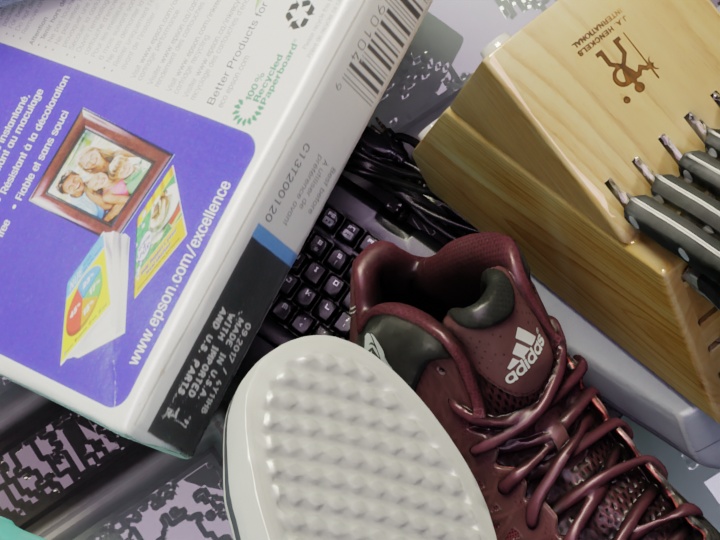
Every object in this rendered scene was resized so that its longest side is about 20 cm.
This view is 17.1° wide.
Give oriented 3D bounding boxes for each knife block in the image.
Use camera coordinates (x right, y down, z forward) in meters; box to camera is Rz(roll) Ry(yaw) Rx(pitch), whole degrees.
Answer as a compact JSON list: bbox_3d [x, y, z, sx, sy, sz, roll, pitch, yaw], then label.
[{"bbox_3d":[0.102,-0.002,0.691,0.064,0.200,0.176,-37,88,-11],"label":"knife block"}]

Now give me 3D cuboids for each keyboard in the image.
[{"bbox_3d":[0.000,0.000,0.801,0.199,0.040,0.104,34,84,5],"label":"keyboard"}]

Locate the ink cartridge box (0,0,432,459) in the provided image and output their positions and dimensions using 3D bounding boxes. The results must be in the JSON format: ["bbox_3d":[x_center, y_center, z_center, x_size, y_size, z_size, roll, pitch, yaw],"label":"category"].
[{"bbox_3d":[-0.088,-0.061,0.792,0.199,0.043,0.199,23,81,36],"label":"ink cartridge box"}]

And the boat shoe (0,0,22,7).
[{"bbox_3d":[-0.156,-0.131,0.794,0.200,0.075,0.087,-13,62,26],"label":"boat shoe"}]

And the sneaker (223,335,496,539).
[{"bbox_3d":[0.008,0.121,0.677,0.078,0.079,0.201,-21,81,-34],"label":"sneaker"}]

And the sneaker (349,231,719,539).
[{"bbox_3d":[0.056,0.061,0.693,0.075,0.116,0.200,-36,54,-24],"label":"sneaker"}]

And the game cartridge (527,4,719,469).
[{"bbox_3d":[0.139,-0.030,0.756,0.200,0.041,0.133,-43,40,-14],"label":"game cartridge"}]

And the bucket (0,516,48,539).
[{"bbox_3d":[-0.121,0.168,0.700,0.134,0.207,0.209,19,82,-4],"label":"bucket"}]
